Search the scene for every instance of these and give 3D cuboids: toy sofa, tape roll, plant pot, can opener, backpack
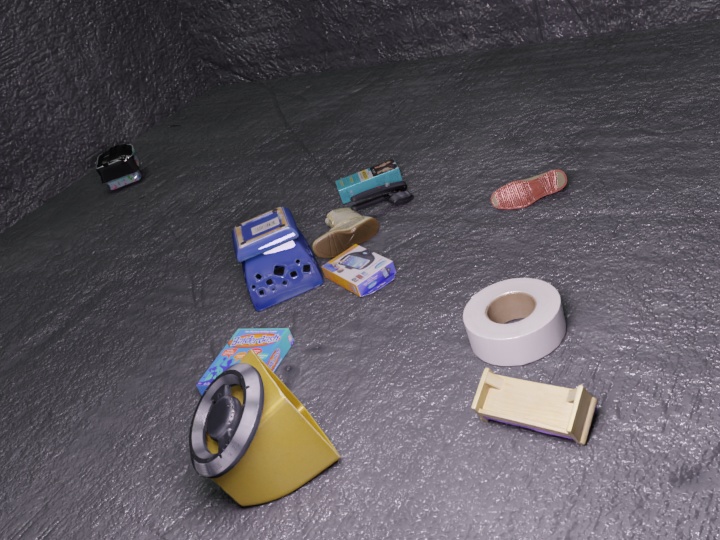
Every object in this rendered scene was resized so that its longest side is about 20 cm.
[{"bbox_3d":[0.303,0.239,1.333,0.198,0.098,0.084,6,64,39],"label":"toy sofa"},{"bbox_3d":[0.309,0.101,1.548,0.200,0.071,0.203,-16,30,10],"label":"tape roll"},{"bbox_3d":[-0.193,0.311,1.421,0.200,0.195,0.195,-42,33,-7],"label":"plant pot"},{"bbox_3d":[0.056,-0.215,2.195,0.198,0.064,0.078,-12,20,-28],"label":"can opener"},{"bbox_3d":[-1.002,-0.438,3.193,0.176,0.152,0.201,-22,37,-7],"label":"backpack"},{"bbox_3d":[-0.228,-0.043,2.019,0.198,0.181,0.200,-23,28,-2],"label":"plant pot"}]

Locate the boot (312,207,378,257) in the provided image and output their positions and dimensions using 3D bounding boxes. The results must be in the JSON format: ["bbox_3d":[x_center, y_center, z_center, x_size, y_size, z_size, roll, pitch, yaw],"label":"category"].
[{"bbox_3d":[-0.067,-0.109,2.134,0.198,0.073,0.154,-26,30,-19],"label":"boot"}]

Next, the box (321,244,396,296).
[{"bbox_3d":[0.000,0.000,1.944,0.118,0.042,0.199,-34,30,-21],"label":"box"}]

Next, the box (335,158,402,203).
[{"bbox_3d":[0.025,-0.275,2.368,0.198,0.050,0.083,-21,30,1],"label":"box"}]

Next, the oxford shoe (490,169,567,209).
[{"bbox_3d":[0.436,-0.206,1.994,0.197,0.072,0.074,-15,5,12],"label":"oxford shoe"}]

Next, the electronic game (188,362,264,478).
[{"bbox_3d":[-0.232,0.255,1.320,0.199,0.041,0.202,-32,43,34],"label":"electronic game"}]

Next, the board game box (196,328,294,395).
[{"bbox_3d":[-0.261,0.211,1.760,0.150,0.045,0.201,-4,33,28],"label":"board game box"}]
